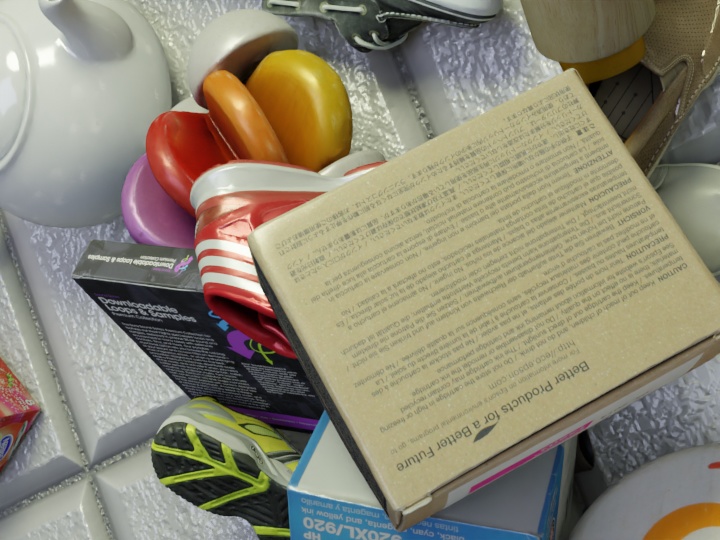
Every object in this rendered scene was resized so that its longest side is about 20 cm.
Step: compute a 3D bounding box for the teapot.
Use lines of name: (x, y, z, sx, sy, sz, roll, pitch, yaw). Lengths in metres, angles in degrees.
teapot: (-0.249, -0.123, 1.013, 0.197, 0.145, 0.202, 21, 104, 41)

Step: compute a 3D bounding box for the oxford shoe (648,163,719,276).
oxford shoe: (0.159, -0.030, 0.847, 0.199, 0.058, 0.076, 3, 93, 29)

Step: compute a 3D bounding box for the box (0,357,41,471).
box: (-0.377, 0.088, 1.146, 0.200, 0.095, 0.100, 45, 113, 21)

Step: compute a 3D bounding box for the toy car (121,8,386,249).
toy car: (-0.088, -0.060, 0.918, 0.176, 0.149, 0.200, 54, 142, 15)

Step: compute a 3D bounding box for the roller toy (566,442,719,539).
roller toy: (0.205, 0.202, 0.747, 0.182, 0.140, 0.200, -37, 37, -9)

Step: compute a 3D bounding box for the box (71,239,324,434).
box: (-0.086, 0.051, 0.925, 0.142, 0.200, 0.036, 6, 61, 30)

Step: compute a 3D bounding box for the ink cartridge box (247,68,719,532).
ink cartridge box: (0.065, 0.015, 0.706, 0.199, 0.075, 0.166, -27, 73, -9)

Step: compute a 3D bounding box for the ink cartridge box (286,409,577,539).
ink cartridge box: (0.047, 0.175, 0.816, 0.143, 0.147, 0.201, 7, 122, 14)

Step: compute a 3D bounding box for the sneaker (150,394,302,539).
sneaker: (-0.049, 0.151, 0.955, 0.200, 0.077, 0.075, 38, 117, -9)

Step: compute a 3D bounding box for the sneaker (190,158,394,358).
sneaker: (0.000, 0.000, 0.801, 0.198, 0.079, 0.116, -2, 62, -5)

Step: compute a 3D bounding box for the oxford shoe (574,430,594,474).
oxford shoe: (0.122, 0.044, 0.845, 0.072, 0.072, 0.201, 6, 127, 12)

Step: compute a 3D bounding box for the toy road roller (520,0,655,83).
toy road roller: (0.146, -0.218, 0.775, 0.145, 0.123, 0.201, -19, 39, 10)

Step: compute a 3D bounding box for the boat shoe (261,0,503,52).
boat shoe: (0.012, -0.184, 0.925, 0.199, 0.072, 0.072, 23, 112, 39)

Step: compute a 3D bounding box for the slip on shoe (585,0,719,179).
slip on shoe: (0.167, -0.122, 0.805, 0.076, 0.061, 0.201, 29, 87, 22)
